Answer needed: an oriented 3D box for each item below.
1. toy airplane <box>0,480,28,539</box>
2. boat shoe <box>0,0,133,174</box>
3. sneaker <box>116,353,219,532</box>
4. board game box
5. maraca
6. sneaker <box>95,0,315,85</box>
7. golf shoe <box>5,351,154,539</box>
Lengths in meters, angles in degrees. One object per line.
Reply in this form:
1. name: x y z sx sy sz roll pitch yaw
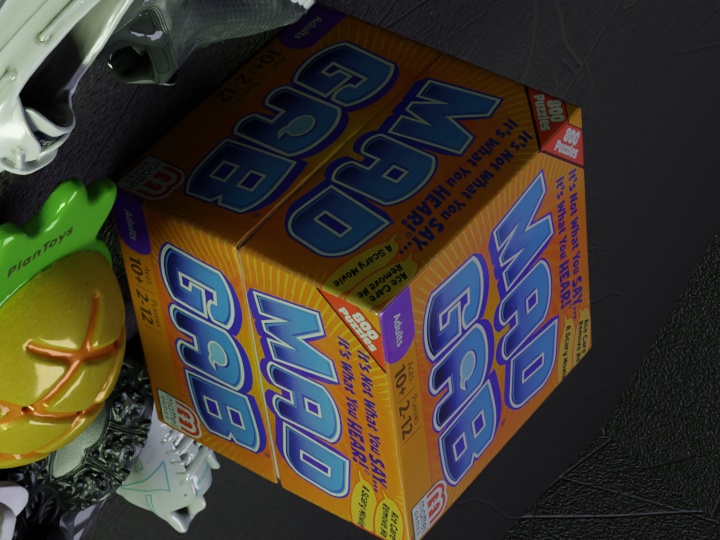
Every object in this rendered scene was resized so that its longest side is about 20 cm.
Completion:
1. toy airplane: -0.242 0.221 1.438 0.200 0.141 0.199 -35 143 -15
2. boat shoe: -0.160 -0.077 1.113 0.200 0.066 0.072 -56 167 12
3. sneaker: -0.131 0.113 1.685 0.070 0.080 0.201 -44 163 -26
4. board game box: 0.000 0.000 1.457 0.200 0.199 0.200 -44 144 -32
5. maraca: -0.175 0.028 1.245 0.137 0.107 0.200 -42 163 -35
6. sneaker: -0.090 -0.134 1.220 0.091 0.066 0.200 -53 164 14
7. golf shoe: -0.191 0.126 1.564 0.200 0.078 0.095 -59 -172 19
